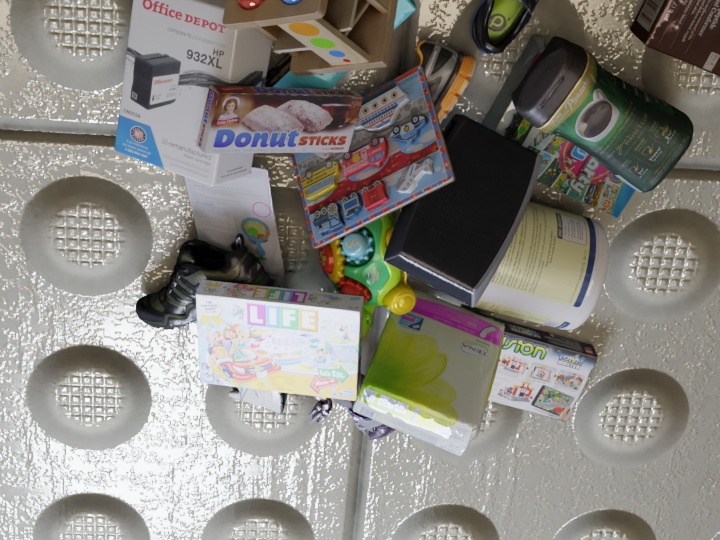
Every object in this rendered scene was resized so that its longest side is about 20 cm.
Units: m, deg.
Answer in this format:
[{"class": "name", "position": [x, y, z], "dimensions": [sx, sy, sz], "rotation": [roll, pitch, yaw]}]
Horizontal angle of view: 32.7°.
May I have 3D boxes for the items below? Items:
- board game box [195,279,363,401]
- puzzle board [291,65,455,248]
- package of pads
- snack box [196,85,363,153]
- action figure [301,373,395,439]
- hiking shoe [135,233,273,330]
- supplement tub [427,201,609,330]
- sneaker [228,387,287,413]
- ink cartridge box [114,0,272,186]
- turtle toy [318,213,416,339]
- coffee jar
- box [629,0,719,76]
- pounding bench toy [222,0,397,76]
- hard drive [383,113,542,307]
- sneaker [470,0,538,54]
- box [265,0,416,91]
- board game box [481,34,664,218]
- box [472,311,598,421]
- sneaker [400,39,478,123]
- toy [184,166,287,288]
[{"class": "board game box", "position": [-0.098, 0.085, 1.495], "dimensions": [0.199, 0.034, 0.135], "rotation": [6, 122, 6]}, {"class": "puzzle board", "position": [0.007, -0.133, 1.442], "dimensions": [0.199, 0.151, 0.017], "rotation": [-25, 158, 27]}, {"class": "package of pads", "position": [0.091, 0.123, 1.531], "dimensions": [0.154, 0.200, 0.068], "rotation": [22, 133, 2]}, {"class": "snack box", "position": [-0.088, -0.168, 1.374], "dimensions": [0.199, 0.024, 0.072], "rotation": [-5, 124, -39]}, {"class": "action figure", "position": [-0.027, 0.150, 1.613], "dimensions": [0.200, 0.131, 0.069], "rotation": [34, 146, -33]}, {"class": "hiking shoe", "position": [-0.207, 0.008, 1.541], "dimensions": [0.199, 0.076, 0.101], "rotation": [-16, 112, 25]}, {"class": "supplement tub", "position": [0.192, -0.016, 1.529], "dimensions": [0.199, 0.145, 0.145], "rotation": [15, 115, -11]}, {"class": "sneaker", "position": [-0.139, 0.113, 1.595], "dimensions": [0.087, 0.075, 0.201], "rotation": [5, 132, 3]}, {"class": "ink cartridge box", "position": [-0.189, -0.216, 1.396], "dimensions": [0.145, 0.084, 0.201], "rotation": [21, 113, 22]}, {"class": "turtle toy", "position": [0.000, 0.000, 1.516], "dimensions": [0.101, 0.146, 0.201], "rotation": [-7, 118, -18]}, {"class": "coffee jar", "position": [0.277, -0.181, 1.416], "dimensions": [0.200, 0.085, 0.104], "rotation": [29, 114, -17]}, {"class": "box", "position": [0.434, -0.284, 1.452], "dimensions": [0.199, 0.075, 0.100], "rotation": [18, 114, -14]}, {"class": "pounding bench toy", "position": [-0.048, -0.335, 1.312], "dimensions": [0.124, 0.201, 0.156], "rotation": [0, 165, 33]}, {"class": "hard drive", "position": [0.124, -0.074, 1.430], "dimensions": [0.135, 0.042, 0.201], "rotation": [28, 78, -4]}, {"class": "sneaker", "position": [0.190, -0.335, 1.403], "dimensions": [0.071, 0.083, 0.200], "rotation": [21, 113, -14]}, {"class": "box", "position": [-0.027, -0.263, 1.425], "dimensions": [0.200, 0.082, 0.049], "rotation": [-40, 111, 15]}, {"class": "board game box", "position": [0.263, -0.174, 1.501], "dimensions": [0.199, 0.064, 0.148], "rotation": [22, 114, -15]}, {"class": "box", "position": [0.209, 0.129, 1.665], "dimensions": [0.199, 0.035, 0.110], "rotation": [16, 114, -12]}, {"class": "sneaker", "position": [0.059, -0.188, 1.480], "dimensions": [0.077, 0.078, 0.200], "rotation": [33, 107, -4]}, {"class": "toy", "position": [-0.148, -0.059, 1.531], "dimensions": [0.115, 0.047, 0.201], "rotation": [9, 128, 18]}]
